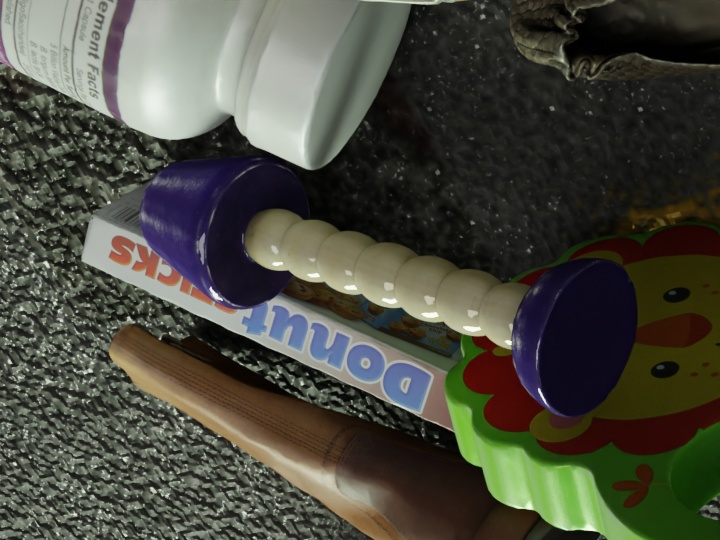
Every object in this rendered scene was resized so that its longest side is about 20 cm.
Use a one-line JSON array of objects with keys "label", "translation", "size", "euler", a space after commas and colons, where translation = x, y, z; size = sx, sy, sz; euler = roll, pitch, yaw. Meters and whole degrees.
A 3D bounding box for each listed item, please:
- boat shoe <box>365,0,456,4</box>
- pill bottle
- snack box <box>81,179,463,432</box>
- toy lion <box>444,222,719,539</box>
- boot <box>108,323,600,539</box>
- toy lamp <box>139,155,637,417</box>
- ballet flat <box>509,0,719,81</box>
[{"label": "boat shoe", "translation": [-0.040, -0.115, 0.668], "size": [0.199, 0.076, 0.072], "euler": [24, 89, 33]}, {"label": "pill bottle", "translation": [-0.085, -0.115, 0.765], "size": [0.199, 0.112, 0.113], "euler": [26, 130, 11]}, {"label": "snack box", "translation": [-0.005, 0.016, 0.833], "size": [0.199, 0.072, 0.025], "euler": [24, 113, 14]}, {"label": "toy lion", "translation": [0.121, 0.044, 0.707], "size": [0.190, 0.201, 0.069], "euler": [-9, 120, 12]}, {"label": "boot", "translation": [-0.004, 0.067, 0.826], "size": [0.199, 0.188, 0.069], "euler": [31, 93, 8]}, {"label": "toy lamp", "translation": [0.000, 0.000, 0.740], "size": [0.199, 0.058, 0.059], "euler": [19, 131, 42]}, {"label": "ballet flat", "translation": [0.137, -0.090, 0.699], "size": [0.198, 0.046, 0.068], "euler": [-3, 120, 31]}]
